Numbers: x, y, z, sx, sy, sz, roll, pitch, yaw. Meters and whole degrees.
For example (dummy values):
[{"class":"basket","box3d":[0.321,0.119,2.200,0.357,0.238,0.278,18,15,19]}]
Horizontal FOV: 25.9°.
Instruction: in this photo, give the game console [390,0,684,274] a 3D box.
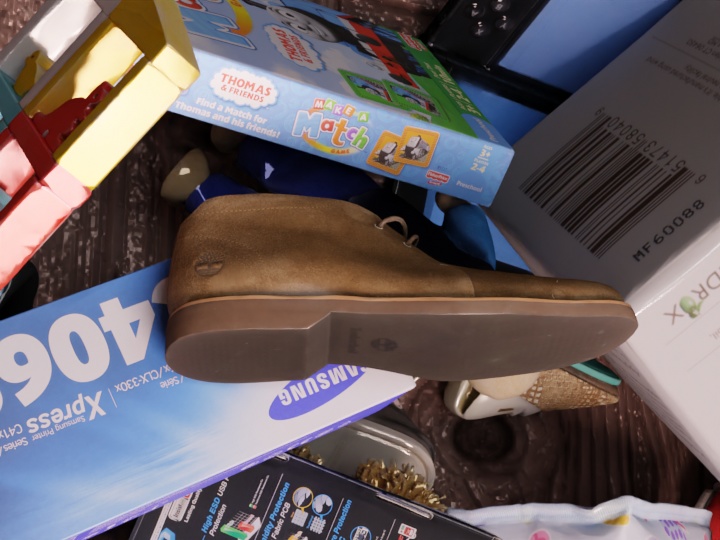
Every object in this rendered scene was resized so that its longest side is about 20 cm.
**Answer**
[{"class":"game console","box3d":[0.135,-0.079,0.877,0.200,0.176,0.116,17,46,-25]}]

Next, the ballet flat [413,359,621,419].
[{"class":"ballet flat","box3d":[0.048,0.041,0.845,0.200,0.071,0.065,29,93,-17]}]

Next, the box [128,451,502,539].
[{"class":"box","box3d":[-0.044,0.184,0.697,0.159,0.046,0.200,19,79,18]}]

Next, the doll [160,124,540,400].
[{"class":"doll","box3d":[0.000,0.000,0.760,0.200,0.048,0.136,34,70,11]}]

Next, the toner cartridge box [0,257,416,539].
[{"class":"toner cartridge box","box3d":[-0.084,0.048,0.671,0.200,0.043,0.095,-22,81,-26]}]

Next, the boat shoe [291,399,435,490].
[{"class":"boat shoe","box3d":[-0.052,0.062,0.792,0.200,0.057,0.067,29,107,-18]}]

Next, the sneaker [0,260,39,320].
[{"class":"sneaker","box3d":[-0.157,0.085,0.692,0.090,0.078,0.200,-15,89,11]}]

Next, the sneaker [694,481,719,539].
[{"class":"sneaker","box3d":[0.250,0.215,0.900,0.077,0.085,0.200,-15,89,-30]}]

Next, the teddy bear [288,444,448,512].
[{"class":"teddy bear","box3d":[-0.020,0.182,0.743,0.145,0.067,0.200,23,86,8]}]

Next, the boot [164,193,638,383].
[{"class":"boot","box3d":[0.019,0.004,0.659,0.200,0.074,0.076,3,60,-10]}]

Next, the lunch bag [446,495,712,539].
[{"class":"lunch bag","box3d":[0.126,0.208,0.811,0.200,0.127,0.170,18,67,-58]}]

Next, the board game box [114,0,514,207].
[{"class":"board game box","box3d":[-0.039,-0.102,0.772,0.200,0.151,0.037,14,114,-25]}]

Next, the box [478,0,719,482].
[{"class":"box","box3d":[0.203,-0.017,0.801,0.200,0.199,0.171,-40,116,2]}]

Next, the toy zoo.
[{"class":"toy zoo","box3d":[-0.136,-0.055,0.638,0.200,0.131,0.020,-47,124,3]}]
